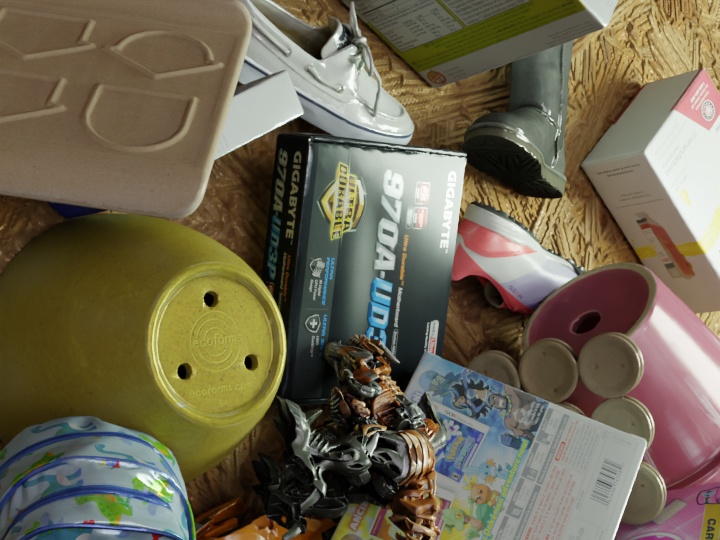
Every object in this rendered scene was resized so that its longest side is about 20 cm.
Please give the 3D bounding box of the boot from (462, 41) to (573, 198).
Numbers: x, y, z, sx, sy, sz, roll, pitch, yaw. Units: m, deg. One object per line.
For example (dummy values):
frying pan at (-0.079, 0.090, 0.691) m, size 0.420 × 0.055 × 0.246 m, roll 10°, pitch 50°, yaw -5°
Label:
boot at (0.149, -0.179, 1.075) m, size 0.182 × 0.072 × 0.201 m, roll 27°, pitch 72°, yaw -65°

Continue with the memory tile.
memory tile at (0.138, 0.134, 0.969) m, size 0.017 × 0.199 × 0.154 m, roll -12°, pitch 91°, yaw -61°

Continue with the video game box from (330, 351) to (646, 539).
video game box at (0.089, 0.176, 0.873) m, size 0.181 × 0.047 × 0.200 m, roll 23°, pitch 56°, yaw 11°

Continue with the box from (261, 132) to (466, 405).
box at (0.000, 0.000, 0.936) m, size 0.158 × 0.046 × 0.201 m, roll 2°, pitch 98°, yaw -39°

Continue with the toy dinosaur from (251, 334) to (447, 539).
toy dinosaur at (0.006, 0.127, 0.829) m, size 0.135 × 0.200 × 0.103 m, roll -2°, pitch 119°, yaw -23°

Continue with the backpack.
backpack at (-0.166, 0.187, 0.708) m, size 0.162 × 0.154 × 0.201 m, roll 14°, pitch 90°, yaw -16°

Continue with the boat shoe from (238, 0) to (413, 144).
boat shoe at (-0.024, -0.166, 0.935) m, size 0.201 × 0.086 × 0.075 m, roll 26°, pitch 29°, yaw -29°

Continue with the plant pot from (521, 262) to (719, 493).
plant pot at (0.236, 0.101, 1.036) m, size 0.179 × 0.199 × 0.200 m, roll 54°, pitch 56°, yaw -25°

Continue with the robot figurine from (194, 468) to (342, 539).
robot figurine at (-0.062, 0.218, 0.879) m, size 0.199 × 0.058 × 0.146 m, roll -18°, pitch 96°, yaw -38°

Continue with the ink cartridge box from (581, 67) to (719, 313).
ink cartridge box at (0.332, -0.077, 1.216) m, size 0.200 × 0.083 × 0.145 m, roll 53°, pitch 56°, yaw -20°

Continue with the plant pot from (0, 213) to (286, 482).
plant pot at (-0.128, 0.053, 0.795) m, size 0.199 × 0.142 × 0.201 m, roll 6°, pitch 80°, yaw -38°

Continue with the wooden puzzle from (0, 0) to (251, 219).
wooden puzzle at (-0.173, -0.109, 0.761) m, size 0.184 × 0.046 × 0.201 m, roll 8°, pitch 46°, yaw 0°

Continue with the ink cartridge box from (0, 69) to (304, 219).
ink cartridge box at (-0.141, -0.080, 0.830) m, size 0.200 × 0.099 × 0.039 m, roll -31°, pitch 105°, yaw -36°

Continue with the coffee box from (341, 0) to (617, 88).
coffee box at (0.096, -0.305, 0.986) m, size 0.198 × 0.200 × 0.200 m, roll 38°, pitch 62°, yaw -28°

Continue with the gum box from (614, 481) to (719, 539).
gum box at (0.223, 0.247, 0.891) m, size 0.066 × 0.113 × 0.200 m, roll 63°, pitch 30°, yaw -17°

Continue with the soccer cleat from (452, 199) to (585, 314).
soccer cleat at (0.152, 0.011, 1.084) m, size 0.200 × 0.068 × 0.073 m, roll 31°, pitch 89°, yaw -36°
